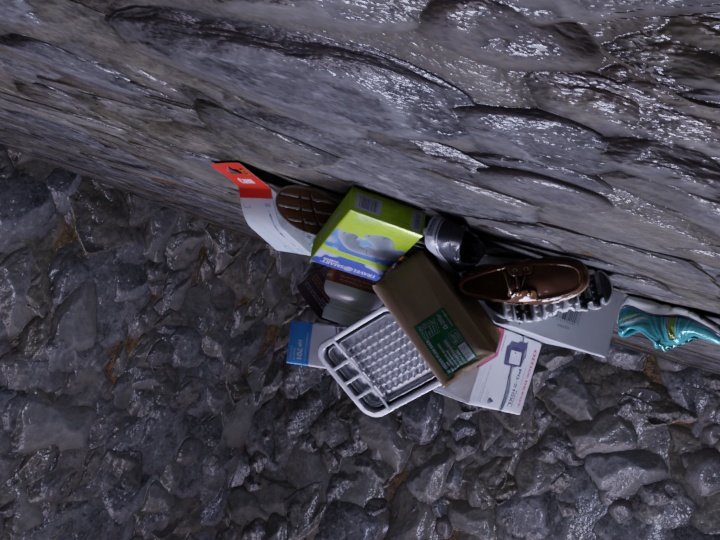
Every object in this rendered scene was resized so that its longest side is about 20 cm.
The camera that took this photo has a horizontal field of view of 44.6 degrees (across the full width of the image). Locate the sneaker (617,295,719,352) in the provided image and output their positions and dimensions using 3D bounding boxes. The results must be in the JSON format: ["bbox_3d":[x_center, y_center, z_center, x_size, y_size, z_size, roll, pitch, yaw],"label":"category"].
[{"bbox_3d":[0.535,0.102,1.500,0.200,0.080,0.077,14,176,43],"label":"sneaker"}]

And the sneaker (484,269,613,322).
[{"bbox_3d":[0.297,0.037,1.391,0.199,0.075,0.081,-5,-174,15],"label":"sneaker"}]

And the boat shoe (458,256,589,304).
[{"bbox_3d":[0.242,0.021,1.322,0.199,0.072,0.068,-4,-175,31],"label":"boat shoe"}]

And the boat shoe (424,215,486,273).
[{"bbox_3d":[0.158,-0.036,1.339,0.066,0.070,0.200,16,170,24],"label":"boat shoe"}]

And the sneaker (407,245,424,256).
[{"bbox_3d":[0.112,-0.017,1.850,0.200,0.076,0.079,34,-139,20],"label":"sneaker"}]

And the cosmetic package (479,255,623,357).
[{"bbox_3d":[0.318,0.059,1.562,0.199,0.123,0.200,19,176,-18],"label":"cosmetic package"}]

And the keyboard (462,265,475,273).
[{"bbox_3d":[0.181,0.004,1.508,0.104,0.040,0.200,35,-176,-35],"label":"keyboard"}]

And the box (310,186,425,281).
[{"bbox_3d":[0.004,-0.048,1.360,0.122,0.048,0.200,18,150,-15],"label":"box"}]

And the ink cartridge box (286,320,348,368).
[{"bbox_3d":[-0.021,0.147,1.660,0.199,0.086,0.146,7,177,17],"label":"ink cartridge box"}]

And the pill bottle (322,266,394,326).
[{"bbox_3d":[0.000,0.000,1.565,0.112,0.201,0.112,17,177,1],"label":"pill bottle"}]

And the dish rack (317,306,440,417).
[{"bbox_3d":[0.042,0.151,1.516,0.172,0.200,0.044,51,-145,-8],"label":"dish rack"}]

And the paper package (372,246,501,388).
[{"bbox_3d":[0.126,0.066,1.416,0.200,0.103,0.191,55,-166,3],"label":"paper package"}]

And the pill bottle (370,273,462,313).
[{"bbox_3d":[0.119,0.043,1.695,0.199,0.111,0.111,-21,-165,-23],"label":"pill bottle"}]

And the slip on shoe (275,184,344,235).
[{"bbox_3d":[-0.042,-0.092,1.438,0.199,0.076,0.061,12,-171,-3],"label":"slip on shoe"}]

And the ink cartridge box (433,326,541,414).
[{"bbox_3d":[0.235,0.175,1.602,0.084,0.145,0.200,16,177,39],"label":"ink cartridge box"}]

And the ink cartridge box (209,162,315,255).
[{"bbox_3d":[-0.172,-0.105,1.508,0.200,0.047,0.160,40,167,-25],"label":"ink cartridge box"}]

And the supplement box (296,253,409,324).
[{"bbox_3d":[-0.010,0.007,1.697,0.086,0.200,0.110,52,-172,17],"label":"supplement box"}]
